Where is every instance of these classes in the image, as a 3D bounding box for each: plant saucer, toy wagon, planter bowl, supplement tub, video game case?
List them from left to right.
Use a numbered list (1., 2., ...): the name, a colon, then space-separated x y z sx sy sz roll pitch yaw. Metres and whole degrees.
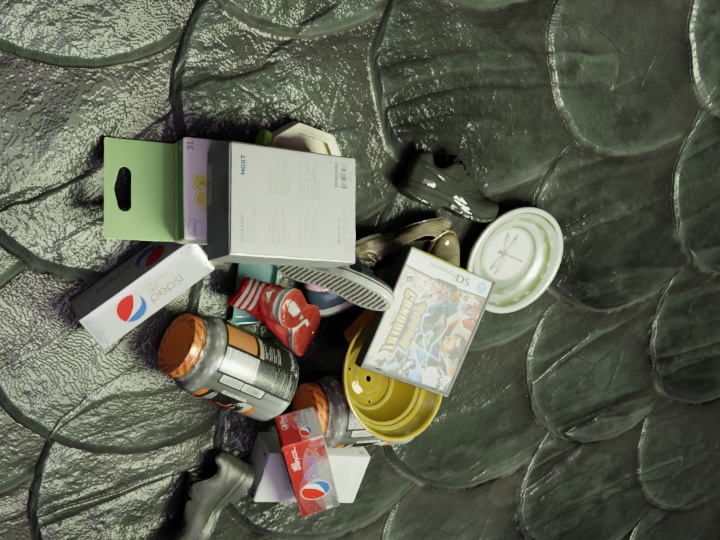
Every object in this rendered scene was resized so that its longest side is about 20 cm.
1. supplement tub: -0.203 0.146 1.545 0.200 0.123 0.123 29 98 -35
2. plant saucer: -0.160 -0.011 1.555 0.070 0.019 0.201 -3 116 -28
3. toy wagon: -0.105 -0.119 1.502 0.155 0.040 0.201 16 98 -34
4. supplement tub: -0.006 0.237 1.700 0.199 0.123 0.123 3 113 -29
5. planter bowl: 0.033 0.172 1.612 0.200 0.083 0.202 6 79 -35
6. video game case: 0.104 0.081 1.569 0.180 0.025 0.201 22 92 -32
7. plant saucer: 0.262 -0.024 1.762 0.199 0.050 0.201 -12 120 -23

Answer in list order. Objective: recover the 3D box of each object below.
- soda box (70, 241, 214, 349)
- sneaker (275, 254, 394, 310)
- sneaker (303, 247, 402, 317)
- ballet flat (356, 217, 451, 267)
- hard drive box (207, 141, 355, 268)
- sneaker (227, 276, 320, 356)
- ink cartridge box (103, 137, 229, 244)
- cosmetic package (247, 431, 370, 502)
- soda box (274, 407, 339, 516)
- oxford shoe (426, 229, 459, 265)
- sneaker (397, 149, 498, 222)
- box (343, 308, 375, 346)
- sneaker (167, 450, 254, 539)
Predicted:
1. soda box: -0.315 0.021 1.453 0.200 0.068 0.064 -36 126 -8
2. sneaker: -0.028 -0.008 1.527 0.080 0.199 0.079 -58 158 -27
3. sneaker: 0.000 0.000 1.617 0.199 0.070 0.082 -28 126 -16
4. ballet flat: 0.069 -0.045 1.615 0.199 0.067 0.047 -17 81 -36
5. hard drive box: -0.109 -0.088 1.410 0.199 0.077 0.157 5 82 -32
6. sneaker: -0.135 0.060 1.560 0.079 0.115 0.200 -59 161 -21
7. ink cartridge box: -0.252 -0.111 1.396 0.199 0.048 0.146 2 83 -32
8. cosmetic package: -0.093 0.341 1.737 0.199 0.074 0.102 11 109 -30
9. soda box: -0.085 0.308 1.610 0.070 0.064 0.201 -15 134 -6
10. oxford shoe: 0.148 0.029 1.710 0.070 0.075 0.201 -10 119 -25
11. sneaker: 0.155 -0.136 1.628 0.199 0.076 0.091 17 95 -38
12. box: 0.075 0.057 1.647 0.119 0.042 0.200 8 131 -49
13. sneaker: -0.267 0.382 1.670 0.091 0.076 0.200 39 85 -27
